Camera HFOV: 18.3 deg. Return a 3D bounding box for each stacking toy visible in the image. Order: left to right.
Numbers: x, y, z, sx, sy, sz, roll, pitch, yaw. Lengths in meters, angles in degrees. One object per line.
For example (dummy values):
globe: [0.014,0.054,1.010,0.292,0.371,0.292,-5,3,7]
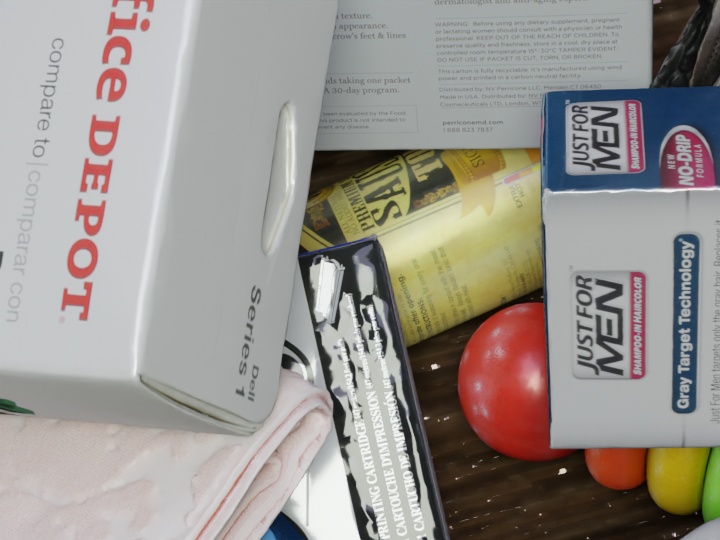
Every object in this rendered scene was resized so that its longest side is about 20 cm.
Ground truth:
stacking toy: [0.127,0.058,0.740,0.199,0.085,0.086,17,71,21]

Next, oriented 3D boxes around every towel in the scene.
towel: [-0.134,0.078,0.662,0.200,0.032,0.191,19,60,36]

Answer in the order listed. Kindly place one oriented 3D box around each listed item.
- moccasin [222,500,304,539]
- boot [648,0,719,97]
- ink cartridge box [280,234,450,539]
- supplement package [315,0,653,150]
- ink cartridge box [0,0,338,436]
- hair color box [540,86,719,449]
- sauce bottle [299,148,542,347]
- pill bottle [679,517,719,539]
moccasin: [-0.007,0.161,0.655,0.068,0.080,0.200,-30,85,5]
boot: [0.185,-0.057,0.698,0.174,0.200,0.069,22,31,-18]
ink cartridge box: [-0.016,0.097,0.721,0.094,0.044,0.201,-12,86,1]
supplement package: [0.022,-0.163,0.745,0.151,0.201,0.151,0,36,7]
ink cartridge box: [-0.120,-0.037,0.637,0.199,0.084,0.147,3,78,22]
hair color box: [0.155,-0.002,0.672,0.199,0.100,0.061,-1,36,5]
sauce bottle: [0.000,0.000,0.779,0.199,0.066,0.066,-24,67,-5]
pill bottle: [0.145,0.178,0.661,0.113,0.113,0.200,-42,72,-11]
